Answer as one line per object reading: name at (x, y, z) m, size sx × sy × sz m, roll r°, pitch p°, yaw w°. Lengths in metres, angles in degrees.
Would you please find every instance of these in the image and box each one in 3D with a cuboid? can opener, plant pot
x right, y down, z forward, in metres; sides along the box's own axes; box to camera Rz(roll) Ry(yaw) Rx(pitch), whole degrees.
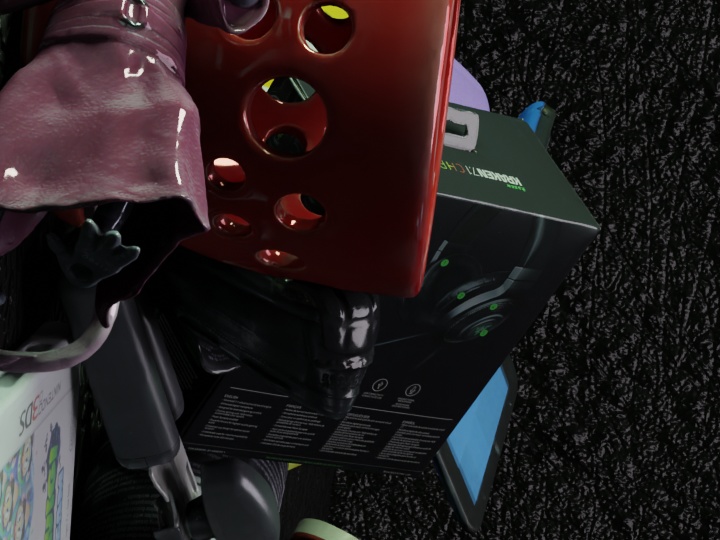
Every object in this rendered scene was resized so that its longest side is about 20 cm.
can opener at (-0.085, 0.063, 1.210) m, size 0.054 × 0.066 × 0.201 m, roll -91°, pitch 169°, yaw -51°
plant pot at (-0.047, -0.097, 1.124) m, size 0.200 × 0.181 × 0.202 m, roll 6°, pitch 90°, yaw -86°

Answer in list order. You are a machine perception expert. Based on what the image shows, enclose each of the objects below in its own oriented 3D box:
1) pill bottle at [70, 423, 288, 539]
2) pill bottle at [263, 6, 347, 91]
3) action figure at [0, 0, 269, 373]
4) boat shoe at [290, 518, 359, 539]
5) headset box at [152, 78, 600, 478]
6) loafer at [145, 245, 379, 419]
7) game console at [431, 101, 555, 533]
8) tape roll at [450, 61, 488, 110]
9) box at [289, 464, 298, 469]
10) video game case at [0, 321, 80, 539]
pill bottle at (-0.102, 0.156, 1.329) m, size 0.201 × 0.105 × 0.107 m, roll -78°, pitch 173°, yaw -51°
pill bottle at (-0.062, -0.094, 1.436) m, size 0.115 × 0.113 × 0.201 m, roll 92°, pitch 6°, yaw -50°
action figure at (-0.086, -0.075, 0.960) m, size 0.149 × 0.133 × 0.201 m, roll 92°, pitch 8°, yaw -57°
boat shoe at (-0.027, 0.192, 1.431) m, size 0.200 × 0.071 × 0.063 m, roll 100°, pitch 15°, yaw -71°
headset box at (0.000, 0.000, 1.326) m, size 0.200 × 0.173 × 0.093 m, roll -56°, pitch -135°, yaw 27°
loafer at (-0.068, 0.014, 1.218) m, size 0.068 × 0.200 × 0.071 m, roll -6°, pitch 111°, yaw -41°
game console at (0.087, 0.024, 1.526) m, size 0.171 × 0.118 × 0.200 m, roll -49°, pitch -171°, yaw 27°
tape roll at (-0.019, -0.058, 1.532) m, size 0.066 × 0.199 × 0.201 m, roll 38°, pitch 43°, yaw -30°
box at (-0.040, 0.077, 1.553) m, size 0.199 × 0.075 × 0.050 m, roll -20°, pitch 127°, yaw -41°
video game case at (-0.153, 0.138, 1.121) m, size 0.182 × 0.024 × 0.202 m, roll -65°, pitch 161°, yaw -79°
